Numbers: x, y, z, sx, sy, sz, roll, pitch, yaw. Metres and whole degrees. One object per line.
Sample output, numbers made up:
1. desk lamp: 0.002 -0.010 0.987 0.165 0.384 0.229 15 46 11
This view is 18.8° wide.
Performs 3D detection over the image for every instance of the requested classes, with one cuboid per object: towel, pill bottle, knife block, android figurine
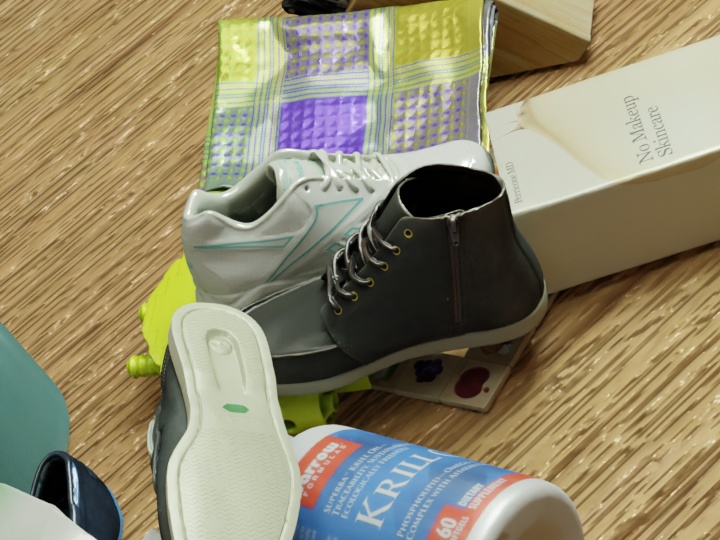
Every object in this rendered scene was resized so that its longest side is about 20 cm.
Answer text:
1. towel: -0.007 -0.111 1.404 0.199 0.023 0.144 -2 63 17
2. pill bottle: 0.008 0.144 1.138 0.199 0.113 0.112 11 53 37
3. knife block: 0.040 -0.206 1.443 0.199 0.176 0.064 -9 44 20
4. android figurine: -0.050 0.028 1.338 0.199 0.041 0.183 -11 44 15

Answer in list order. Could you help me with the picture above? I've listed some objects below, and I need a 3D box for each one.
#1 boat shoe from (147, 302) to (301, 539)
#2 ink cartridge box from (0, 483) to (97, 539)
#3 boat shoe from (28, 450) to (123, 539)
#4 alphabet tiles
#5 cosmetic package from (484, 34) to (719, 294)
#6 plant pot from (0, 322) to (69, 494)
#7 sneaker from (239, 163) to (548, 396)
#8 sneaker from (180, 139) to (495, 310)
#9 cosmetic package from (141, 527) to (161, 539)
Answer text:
1. boat shoe: -0.074 0.105 1.109 0.071 0.068 0.201 13 37 -17
2. ink cartridge box: -0.186 0.197 1.100 0.161 0.050 0.200 -50 25 -18
3. boat shoe: -0.190 0.191 1.232 0.084 0.069 0.201 -15 42 15
4. alphabet tiles: 0.055 -0.002 1.350 0.166 0.008 0.200 9 52 36
5. cosmetic package: 0.183 -0.070 1.293 0.199 0.073 0.104 -18 42 6
6. plant pot: -0.304 0.079 1.344 0.199 0.161 0.201 -15 42 14
7. sneaker: 0.000 0.000 1.238 0.199 0.107 0.075 -15 43 7
8. sneaker: -0.014 -0.038 1.302 0.199 0.081 0.071 -22 36 -5
9. cosmetic package: -0.116 0.245 1.086 0.150 0.052 0.200 25 68 45
